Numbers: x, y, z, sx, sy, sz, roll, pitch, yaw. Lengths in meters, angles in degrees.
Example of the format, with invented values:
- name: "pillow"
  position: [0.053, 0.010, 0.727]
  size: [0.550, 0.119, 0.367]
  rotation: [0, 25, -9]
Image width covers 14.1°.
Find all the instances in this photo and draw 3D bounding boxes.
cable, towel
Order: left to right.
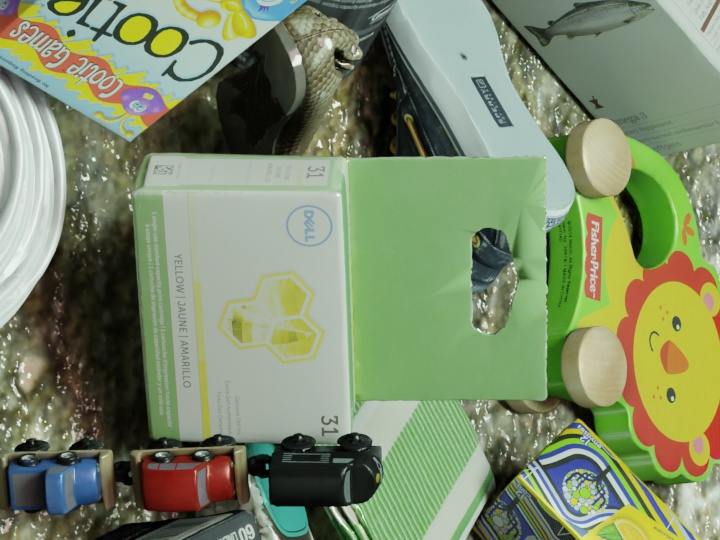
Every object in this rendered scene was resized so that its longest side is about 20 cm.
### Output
- name: "cable"
  position: [-0.238, -0.048, 1.395]
  size: [0.200, 0.069, 0.200]
  rotation: [44, 55, -27]
- name: "towel"
  position: [0.000, 0.075, 1.589]
  size: [0.200, 0.023, 0.153]
  rotation: [57, 35, -16]

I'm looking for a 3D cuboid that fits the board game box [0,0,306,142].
- name: "board game box"
  position: [-0.084, -0.172, 1.404]
  size: [0.105, 0.200, 0.103]
  rotation: [30, 37, -36]

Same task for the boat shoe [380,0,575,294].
- name: "boat shoe"
  position: [0.041, -0.086, 1.650]
  size: [0.071, 0.091, 0.200]
  rotation: [-2, 57, -41]

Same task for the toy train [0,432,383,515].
- name: "toy train"
  position: [-0.088, 0.103, 1.438]
  size: [0.046, 0.200, 0.034]
  rotation: [-80, 168, -68]

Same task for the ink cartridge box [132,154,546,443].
- name: "ink cartridge box"
  position: [-0.008, 0.015, 1.447]
  size: [0.048, 0.200, 0.146]
  rotation: [-80, 170, -60]

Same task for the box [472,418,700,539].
- name: "box"
  position: [0.162, 0.185, 1.644]
  size: [0.200, 0.070, 0.064]
  rotation: [45, 52, 6]

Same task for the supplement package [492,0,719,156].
- name: "supplement package"
  position: [0.168, -0.178, 1.737]
  size: [0.200, 0.117, 0.117]
  rotation: [46, 56, -25]

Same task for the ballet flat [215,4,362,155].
- name: "ballet flat"
  position: [-0.037, -0.090, 1.496]
  size: [0.046, 0.200, 0.067]
  rotation: [-24, 80, -17]

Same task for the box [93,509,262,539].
- name: "box"
  position: [-0.096, 0.234, 1.441]
  size: [0.122, 0.106, 0.200]
  rotation: [-24, 98, -41]

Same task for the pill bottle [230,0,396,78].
- name: "pill bottle"
  position: [-0.009, -0.194, 1.518]
  size: [0.106, 0.200, 0.106]
  rotation: [14, 49, -17]

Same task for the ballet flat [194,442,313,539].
- name: "ballet flat"
  position: [-0.051, 0.155, 1.515]
  size: [0.072, 0.072, 0.200]
  rotation: [-11, 71, -41]

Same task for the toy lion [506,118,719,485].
- name: "toy lion"
  position: [0.168, 0.025, 1.744]
  size: [0.192, 0.069, 0.200]
  rotation: [15, 72, -46]
